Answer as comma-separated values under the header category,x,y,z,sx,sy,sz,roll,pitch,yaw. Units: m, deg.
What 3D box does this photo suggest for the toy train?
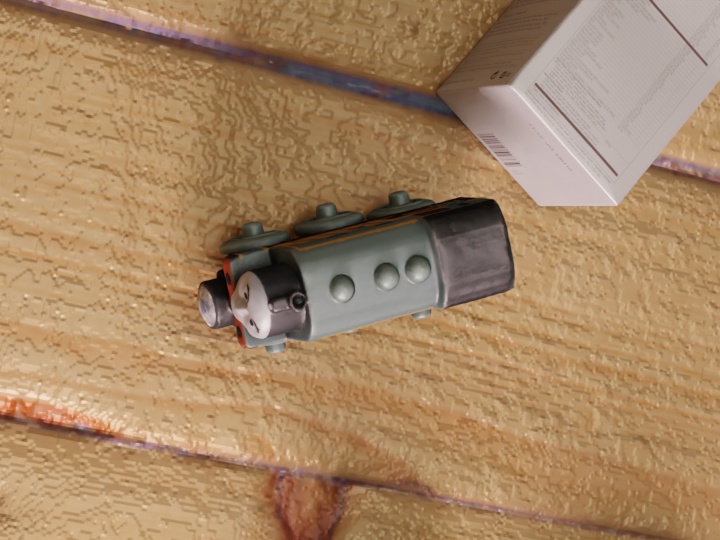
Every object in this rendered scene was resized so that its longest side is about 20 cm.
category,x,y,z,sx,sy,sz,roll,pitch,yaw
toy train,0.000,0.000,1.526,0.199,0.114,0.086,-13,96,-24

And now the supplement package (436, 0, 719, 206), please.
category,x,y,z,sx,sy,sz,roll,pitch,yaw
supplement package,0.168,-0.151,1.600,0.114,0.109,0.200,46,74,-18
